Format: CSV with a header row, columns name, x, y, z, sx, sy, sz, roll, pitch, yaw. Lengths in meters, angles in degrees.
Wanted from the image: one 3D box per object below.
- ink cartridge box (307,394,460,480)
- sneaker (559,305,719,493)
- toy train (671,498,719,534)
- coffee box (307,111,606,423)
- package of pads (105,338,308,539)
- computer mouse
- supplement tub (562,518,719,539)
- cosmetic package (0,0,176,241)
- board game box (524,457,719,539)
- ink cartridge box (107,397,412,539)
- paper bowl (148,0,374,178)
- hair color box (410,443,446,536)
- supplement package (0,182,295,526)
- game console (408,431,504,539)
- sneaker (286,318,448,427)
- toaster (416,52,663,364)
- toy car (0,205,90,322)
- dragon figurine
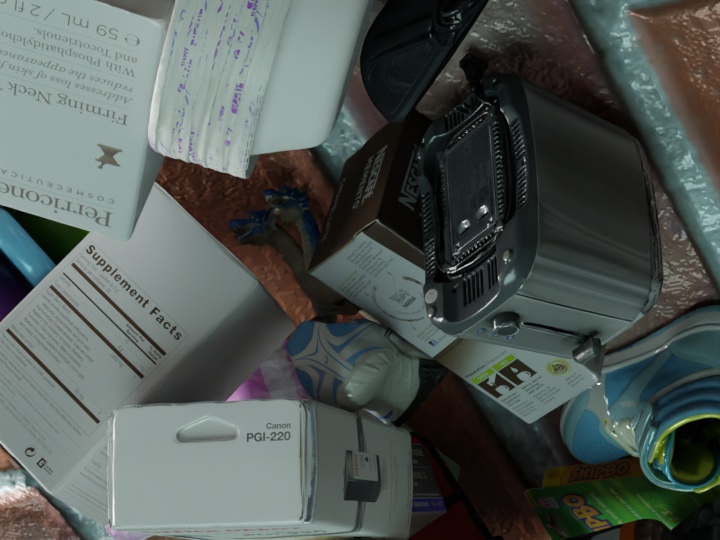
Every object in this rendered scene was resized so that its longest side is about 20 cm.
name,x,y,z,sx,sy,sz,roll,pitch,yaw
ink cartridge box,-0.038,0.177,1.672,0.146,0.048,0.200,38,133,-23
sneaker,0.208,0.119,1.473,0.080,0.131,0.200,30,137,-17
toy train,0.309,0.212,1.530,0.114,0.085,0.200,37,143,-1
coffee box,0.075,-0.002,1.399,0.200,0.114,0.080,34,136,-19
package of pads,-0.126,0.132,1.598,0.200,0.121,0.076,-24,169,35
computer mouse,0.046,-0.164,1.245,0.053,0.139,0.200,35,150,-1
supplement tub,0.178,0.246,1.500,0.200,0.107,0.107,-18,129,17
cosmetic package,-0.188,-0.159,1.274,0.167,0.166,0.200,16,139,0
board game box,0.238,0.186,1.613,0.200,0.030,0.096,-12,131,24
ink cartridge box,-0.063,0.139,1.364,0.146,0.085,0.200,-4,167,19
paper bowl,-0.049,-0.153,1.211,0.104,0.201,0.201,17,138,1
hair color box,-0.042,0.203,1.554,0.109,0.065,0.200,5,145,-42
supplement package,-0.164,0.058,1.412,0.120,0.200,0.121,42,174,20
game console,0.051,0.222,1.650,0.200,0.119,0.172,-36,86,37
sneaker,0.008,0.066,1.426,0.072,0.072,0.200,42,-174,20
toaster,0.115,-0.036,1.313,0.129,0.200,0.114,20,141,-30
toy car,-0.274,-0.008,1.475,0.200,0.150,0.175,-14,130,29
dragon figurine,0.000,0.000,1.463,0.200,0.099,0.059,14,144,-35
